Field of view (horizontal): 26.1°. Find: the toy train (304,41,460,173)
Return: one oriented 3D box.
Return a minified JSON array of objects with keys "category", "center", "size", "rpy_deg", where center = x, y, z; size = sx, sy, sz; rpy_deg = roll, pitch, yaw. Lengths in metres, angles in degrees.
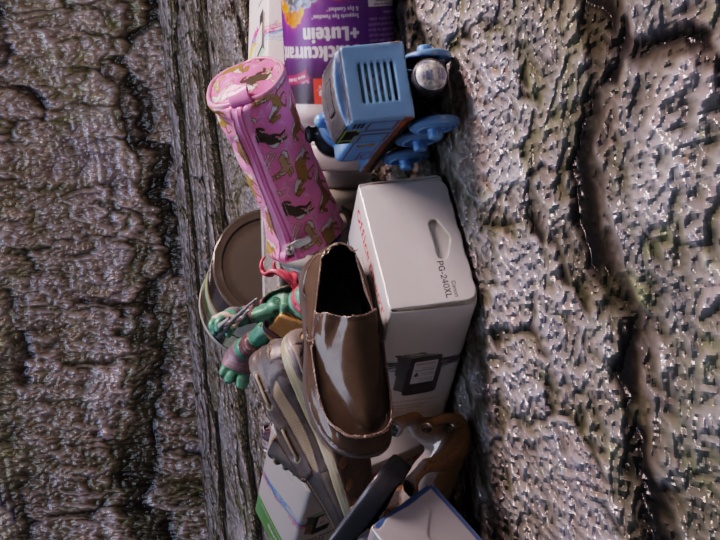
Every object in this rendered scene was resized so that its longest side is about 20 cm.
[{"category":"toy train","center":[0.016,-0.143,1.383],"size":[0.200,0.113,0.087],"rpy_deg":[139,125,-74]}]

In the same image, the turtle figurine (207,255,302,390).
[{"category":"turtle figurine","center":[-0.071,0.065,1.528],"size":[0.101,0.149,0.200],"rpy_deg":[-64,3,-28]}]

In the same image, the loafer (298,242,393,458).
[{"category":"loafer","center":[-0.016,0.063,1.325],"size":[0.071,0.072,0.201],"rpy_deg":[106,153,-59]}]

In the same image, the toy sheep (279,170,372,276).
[{"category":"toy sheep","center":[-0.039,-0.055,1.638],"size":[0.138,0.137,0.202],"rpy_deg":[-143,54,-73]}]

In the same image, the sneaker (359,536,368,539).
[{"category":"sneaker","center":[-0.003,0.227,1.760],"size":[0.100,0.074,0.201],"rpy_deg":[64,-175,-51]}]

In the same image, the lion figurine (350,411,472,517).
[{"category":"lion figurine","center":[0.061,0.185,1.403],"size":[0.073,0.122,0.201],"rpy_deg":[51,135,23]}]

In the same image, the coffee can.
[{"category":"coffee can","center":[-0.129,0.021,2.011],"size":[0.200,0.145,0.148],"rpy_deg":[125,138,-71]}]

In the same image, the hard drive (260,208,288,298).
[{"category":"hard drive","center":[-0.064,-0.022,1.747],"size":[0.139,0.033,0.201],"rpy_deg":[39,-140,-51]}]

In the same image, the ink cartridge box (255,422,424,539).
[{"category":"ink cartridge box","center":[-0.019,0.207,1.581],"size":[0.084,0.144,0.200],"rpy_deg":[60,157,25]}]

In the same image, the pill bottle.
[{"category":"pill bottle","center":[-0.020,-0.202,1.524],"size":[0.111,0.111,0.202],"rpy_deg":[-146,52,-74]}]

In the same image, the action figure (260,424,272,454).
[{"category":"action figure","center":[-0.064,0.141,1.695],"size":[0.131,0.069,0.200],"rpy_deg":[-57,13,5]}]

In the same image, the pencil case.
[{"category":"pencil case","center":[-0.080,-0.103,1.463],"size":[0.086,0.082,0.201],"rpy_deg":[39,154,51]}]

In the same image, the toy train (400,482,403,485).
[{"category":"toy train","center":[0.057,0.316,1.505],"size":[0.150,0.055,0.202],"rpy_deg":[-29,-69,-61]}]

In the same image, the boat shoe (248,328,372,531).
[{"category":"boat shoe","center":[-0.046,0.152,1.439],"size":[0.074,0.073,0.201],"rpy_deg":[-33,-73,-63]}]

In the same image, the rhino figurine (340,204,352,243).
[{"category":"rhino figurine","center":[0.000,0.000,1.566],"size":[0.060,0.087,0.201],"rpy_deg":[-114,31,-45]}]

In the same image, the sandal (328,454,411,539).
[{"category":"sandal","center":[-0.006,0.240,1.350],"size":[0.076,0.043,0.201],"rpy_deg":[-46,-9,-47]}]

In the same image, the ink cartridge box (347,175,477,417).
[{"category":"ink cartridge box","center":[0.037,0.032,1.429],"size":[0.201,0.083,0.146],"rpy_deg":[101,160,-52]}]

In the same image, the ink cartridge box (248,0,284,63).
[{"category":"ink cartridge box","center":[-0.075,-0.253,1.722],"size":[0.145,0.083,0.202],"rpy_deg":[138,133,-74]}]

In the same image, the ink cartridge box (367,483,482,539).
[{"category":"ink cartridge box","center":[0.061,0.298,1.346],"size":[0.137,0.076,0.201],"rpy_deg":[48,148,24]}]
